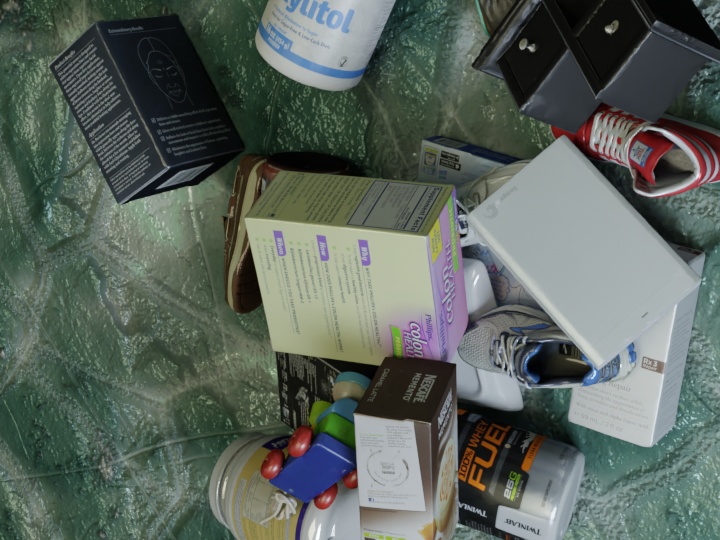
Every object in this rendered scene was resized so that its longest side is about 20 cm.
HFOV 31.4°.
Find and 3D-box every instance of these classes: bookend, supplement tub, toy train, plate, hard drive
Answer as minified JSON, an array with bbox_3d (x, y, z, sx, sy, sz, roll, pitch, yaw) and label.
[{"bbox_3d":[0.220,-0.203,1.228,0.200,0.092,0.199,-53,35,33],"label":"bookend"},{"bbox_3d":[-0.070,0.275,1.508,0.199,0.145,0.146,14,111,44],"label":"supplement tub"},{"bbox_3d":[-0.054,0.193,1.390,0.084,0.116,0.200,32,142,-11],"label":"toy train"},{"bbox_3d":[0.076,0.074,1.461,0.199,0.032,0.201,4,124,39],"label":"plate"},{"bbox_3d":[-0.025,-0.312,1.405,0.132,0.132,0.201,37,122,21],"label":"supplement tub"},{"bbox_3d":[-0.069,-0.034,1.530,0.107,0.107,0.201,15,112,31],"label":"supplement tub"},{"bbox_3d":[0.139,0.227,1.427,0.199,0.123,0.123,16,112,18],"label":"supplement tub"},{"bbox_3d":[0.217,-0.020,1.264,0.132,0.026,0.200,-40,72,-1],"label":"hard drive"}]

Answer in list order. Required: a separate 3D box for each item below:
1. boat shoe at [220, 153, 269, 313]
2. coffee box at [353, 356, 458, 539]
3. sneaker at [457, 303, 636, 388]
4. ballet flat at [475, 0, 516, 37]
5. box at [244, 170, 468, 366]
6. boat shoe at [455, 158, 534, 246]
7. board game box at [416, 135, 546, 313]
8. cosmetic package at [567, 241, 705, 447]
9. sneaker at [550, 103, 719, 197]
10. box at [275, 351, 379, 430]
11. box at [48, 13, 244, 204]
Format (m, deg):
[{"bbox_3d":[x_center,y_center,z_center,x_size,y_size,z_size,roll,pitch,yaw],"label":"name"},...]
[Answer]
[{"bbox_3d":[-0.139,-0.049,1.604,0.075,0.074,0.203,31,113,40],"label":"boat shoe"},{"bbox_3d":[0.050,0.204,1.309,0.079,0.114,0.201,5,119,16],"label":"coffee box"},{"bbox_3d":[0.176,0.082,1.318,0.199,0.085,0.078,1,102,38],"label":"sneaker"},{"bbox_3d":[0.133,-0.342,1.333,0.068,0.068,0.201,-18,102,27],"label":"ballet flat"},{"bbox_3d":[0.000,0.000,1.336,0.199,0.097,0.177,7,128,22],"label":"box"},{"bbox_3d":[0.117,-0.062,1.348,0.201,0.086,0.075,-17,93,36],"label":"boat shoe"},{"bbox_3d":[0.147,-0.028,1.419,0.199,0.043,0.200,21,114,29],"label":"board game box"},{"bbox_3d":[0.285,0.070,1.332,0.101,0.074,0.201,15,112,30],"label":"cosmetic package"},{"bbox_3d":[0.263,-0.125,1.267,0.199,0.112,0.072,17,112,30],"label":"sneaker"},{"bbox_3d":[-0.012,0.138,1.499,0.163,0.086,0.200,33,148,24],"label":"box"},{"bbox_3d":[-0.264,-0.203,1.592,0.107,0.148,0.201,-30,85,36],"label":"box"}]
